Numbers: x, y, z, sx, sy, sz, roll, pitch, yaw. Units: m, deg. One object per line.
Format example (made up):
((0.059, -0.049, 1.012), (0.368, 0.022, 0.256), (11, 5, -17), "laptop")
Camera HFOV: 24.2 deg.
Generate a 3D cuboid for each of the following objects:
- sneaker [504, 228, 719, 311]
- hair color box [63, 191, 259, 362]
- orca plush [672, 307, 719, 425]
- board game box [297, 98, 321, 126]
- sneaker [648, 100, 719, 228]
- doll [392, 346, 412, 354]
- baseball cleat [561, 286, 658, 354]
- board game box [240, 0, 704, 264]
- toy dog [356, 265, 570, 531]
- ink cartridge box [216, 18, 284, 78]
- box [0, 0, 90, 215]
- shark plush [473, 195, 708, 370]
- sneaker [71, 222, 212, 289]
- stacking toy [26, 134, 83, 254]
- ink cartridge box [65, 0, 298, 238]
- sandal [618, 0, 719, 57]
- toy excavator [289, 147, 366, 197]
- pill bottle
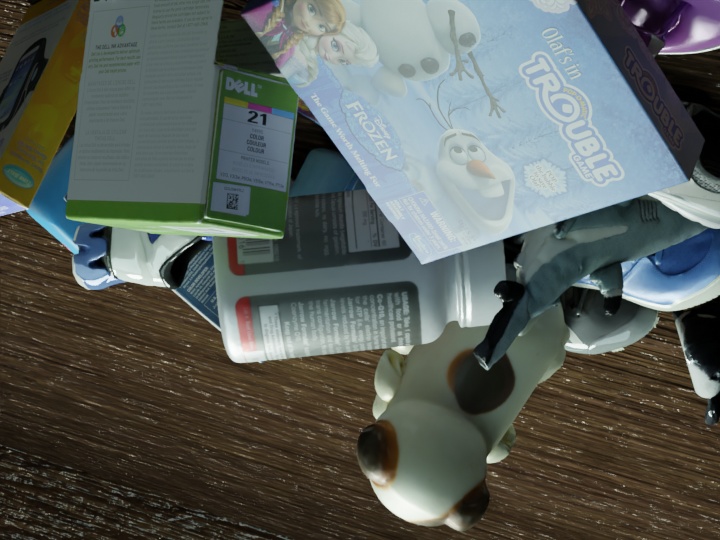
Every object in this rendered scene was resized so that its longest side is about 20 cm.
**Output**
((0.172, -0.026, 1.212), (0.111, 0.077, 0.199), (24, 171, -40), "sneaker")
((-0.140, -0.012, 1.356), (0.200, 0.061, 0.100), (39, 175, 3), "hair color box")
((0.304, 0.075, 1.374), (0.071, 0.106, 0.200), (-16, 149, 10), "orca plush")
((0.036, -0.081, 1.175), (0.157, 0.039, 0.200), (7, 174, 23), "board game box")
((0.178, -0.090, 1.056), (0.198, 0.075, 0.082), (14, 155, -12), "sneaker")
((-0.006, 0.031, 1.626), (0.136, 0.049, 0.200), (2, 160, 43), "doll")
((0.144, 0.019, 1.387), (0.199, 0.070, 0.106), (4, 158, 40), "baseball cleat")
((0.063, -0.111, 0.966), (0.198, 0.043, 0.200), (-18, 119, 39), "board game box")
((0.081, 0.104, 1.301), (0.139, 0.201, 0.194), (35, 163, -18), "toy dog")
((0.017, -0.132, 1.137), (0.199, 0.045, 0.175), (3, 172, 45), "ink cartridge box")
((-0.249, -0.113, 1.233), (0.041, 0.201, 0.119), (30, 161, -28), "box")
((0.155, -0.009, 1.119), (0.083, 0.200, 0.091), (49, 153, -3), "shark plush")
((-0.140, -0.074, 1.257), (0.114, 0.201, 0.081), (13, -171, 14), "sneaker")
((-0.254, -0.065, 1.574), (0.116, 0.110, 0.200), (42, 168, -14), "stacking toy")
((-0.112, -0.127, 1.097), (0.147, 0.202, 0.075), (4, 176, 45), "ink cartridge box")
((0.138, -0.137, 0.973), (0.202, 0.050, 0.082), (3, 155, 44), "sandal")
((-0.034, -0.056, 1.347), (0.199, 0.100, 0.194), (28, 175, 6), "toy excavator")
((0.000, 0.000, 1.188), (0.198, 0.115, 0.114), (-5, 160, 0), "pill bottle")
